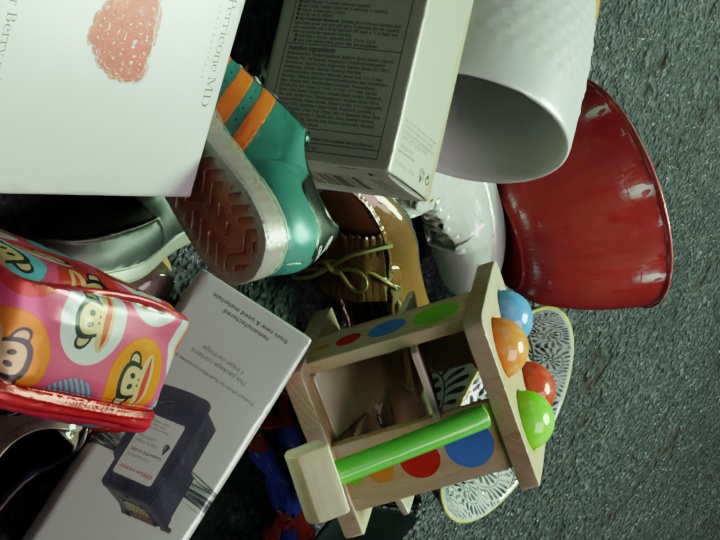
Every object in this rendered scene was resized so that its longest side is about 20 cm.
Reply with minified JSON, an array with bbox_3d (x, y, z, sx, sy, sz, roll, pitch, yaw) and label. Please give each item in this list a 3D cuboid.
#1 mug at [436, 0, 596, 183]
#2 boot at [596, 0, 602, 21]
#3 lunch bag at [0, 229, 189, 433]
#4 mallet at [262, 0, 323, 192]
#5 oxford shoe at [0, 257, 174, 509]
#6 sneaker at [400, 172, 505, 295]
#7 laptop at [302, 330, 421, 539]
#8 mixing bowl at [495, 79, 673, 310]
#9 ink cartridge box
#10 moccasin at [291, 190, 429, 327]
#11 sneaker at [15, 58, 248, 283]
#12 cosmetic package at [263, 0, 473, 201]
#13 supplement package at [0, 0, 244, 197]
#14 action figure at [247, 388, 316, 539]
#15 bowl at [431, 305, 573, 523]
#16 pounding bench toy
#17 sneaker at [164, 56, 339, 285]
[{"bbox_3d":[0.101,-0.161,1.149,0.200,0.147,0.176,52,48,-54],"label":"mug"},{"bbox_3d":[0.201,-0.294,1.287,0.166,0.072,0.200,-40,138,-32],"label":"boot"},{"bbox_3d":[-0.188,0.012,0.785,0.176,0.200,0.082,19,91,-59],"label":"lunch bag"},{"bbox_3d":[-0.060,-0.124,1.050,0.066,0.041,0.200,-38,136,-35],"label":"mallet"},{"bbox_3d":[-0.173,0.070,0.952,0.200,0.073,0.071,-46,150,-16],"label":"oxford shoe"},{"bbox_3d":[0.051,-0.051,1.244,0.115,0.074,0.201,-34,128,-39],"label":"sneaker"},{"bbox_3d":[-0.029,0.165,1.235,0.177,0.103,0.201,28,47,-68],"label":"laptop"},{"bbox_3d":[0.159,-0.047,1.322,0.108,0.200,0.200,-19,134,-14],"label":"mixing bowl"},{"bbox_3d":[-0.125,0.112,1.008,0.200,0.084,0.145,-58,-176,-13],"label":"ink cartridge box"},{"bbox_3d":[-0.001,-0.001,1.188,0.078,0.074,0.202,-48,145,-28],"label":"moccasin"},{"bbox_3d":[-0.135,-0.063,0.947,0.200,0.075,0.107,-33,133,-55],"label":"sneaker"},{"bbox_3d":[0.008,-0.152,1.016,0.073,0.103,0.201,31,71,-63],"label":"cosmetic package"},{"bbox_3d":[-0.171,-0.111,0.795,0.200,0.120,0.122,-3,114,-57],"label":"supplement package"},{"bbox_3d":[-0.055,0.174,1.265,0.065,0.052,0.200,-46,147,-38],"label":"action figure"},{"bbox_3d":[0.091,0.107,1.392,0.201,0.094,0.201,-36,139,-39],"label":"bowl"},{"bbox_3d":[0.045,0.095,1.070,0.200,0.156,0.125,-64,135,-70],"label":"pounding bench toy"},{"bbox_3d":[-0.081,-0.084,0.909,0.071,0.200,0.080,-37,164,37],"label":"sneaker"}]
